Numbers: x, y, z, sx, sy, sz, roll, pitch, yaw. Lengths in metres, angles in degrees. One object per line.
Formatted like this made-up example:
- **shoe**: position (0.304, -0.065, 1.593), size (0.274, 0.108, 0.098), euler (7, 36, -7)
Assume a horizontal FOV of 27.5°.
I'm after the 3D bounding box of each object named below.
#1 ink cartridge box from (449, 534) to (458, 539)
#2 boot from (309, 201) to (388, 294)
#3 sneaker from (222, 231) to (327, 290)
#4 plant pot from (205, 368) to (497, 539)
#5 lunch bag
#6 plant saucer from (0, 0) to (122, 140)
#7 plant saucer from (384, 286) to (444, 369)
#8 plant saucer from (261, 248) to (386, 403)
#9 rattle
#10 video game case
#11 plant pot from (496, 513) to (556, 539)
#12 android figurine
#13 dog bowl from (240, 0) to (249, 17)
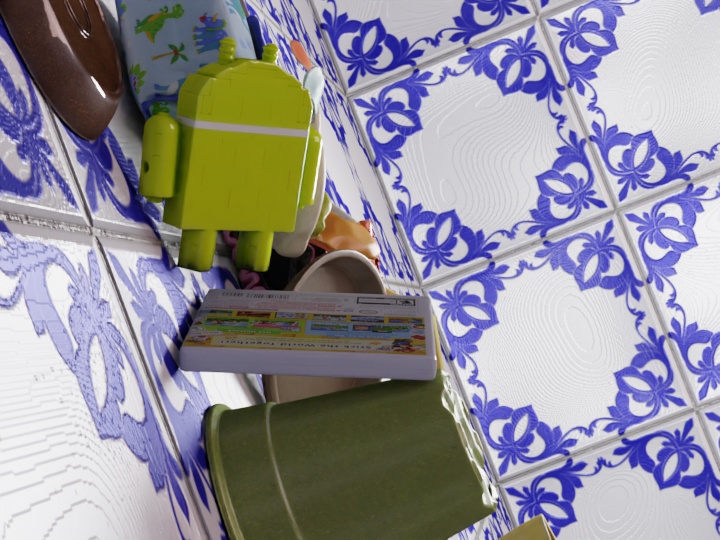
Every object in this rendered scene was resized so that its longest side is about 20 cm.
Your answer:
- **ink cartridge box**: position (0.041, 0.240, 1.708), size (0.145, 0.083, 0.200), euler (-13, 81, -84)
- **boot**: position (0.000, 0.000, 1.667), size (0.200, 0.107, 0.075), euler (38, -9, 10)
- **sneaker**: position (-0.081, -0.015, 1.502), size (0.079, 0.095, 0.200), euler (43, 25, -70)
- **plant pot**: position (0.003, 0.169, 1.181), size (0.200, 0.190, 0.200), euler (-21, 90, -84)
- **lunch bag**: position (-0.147, -0.177, 1.399), size (0.200, 0.127, 0.170), euler (77, -2, -60)
- **plant saucer**: position (-0.233, -0.199, 1.139), size (0.200, 0.034, 0.200), euler (-21, 90, -84)
- **plant saucer**: position (-0.001, 0.061, 1.780), size (0.200, 0.048, 0.200), euler (29, 17, -11)
- **plant saucer**: position (-0.035, 0.077, 1.433), size (0.200, 0.029, 0.200), euler (-22, 117, -53)
- **rattle**: position (-0.022, -0.110, 1.423), size (0.130, 0.143, 0.200), euler (-117, -140, -75)
- **video game case**: position (-0.039, 0.051, 1.220), size (0.182, 0.200, 0.023), euler (-85, 177, -76)
- **plant pot**: position (0.201, 0.464, 1.888), size (0.200, 0.176, 0.200), euler (58, 12, -52)
- **android figurine**: position (-0.106, -0.098, 1.267), size (0.041, 0.182, 0.200), euler (18, -75, 49)
- **dog bowl**: position (-0.185, -0.329, 1.824), size (0.200, 0.059, 0.200), euler (-21, 90, -83)
